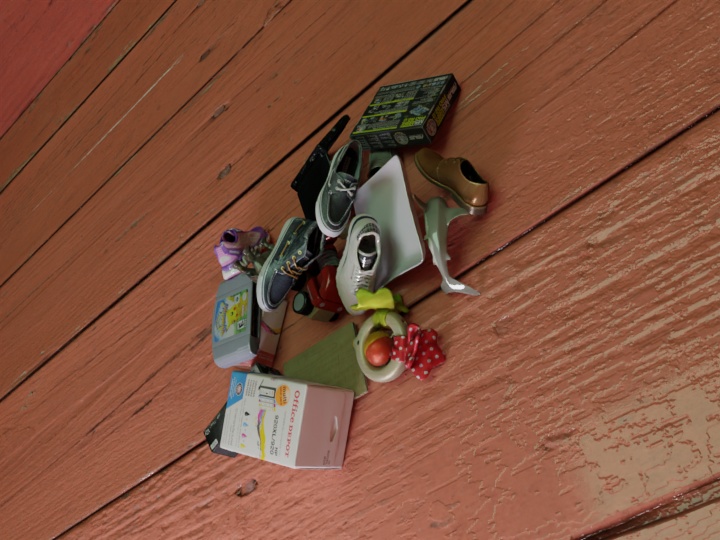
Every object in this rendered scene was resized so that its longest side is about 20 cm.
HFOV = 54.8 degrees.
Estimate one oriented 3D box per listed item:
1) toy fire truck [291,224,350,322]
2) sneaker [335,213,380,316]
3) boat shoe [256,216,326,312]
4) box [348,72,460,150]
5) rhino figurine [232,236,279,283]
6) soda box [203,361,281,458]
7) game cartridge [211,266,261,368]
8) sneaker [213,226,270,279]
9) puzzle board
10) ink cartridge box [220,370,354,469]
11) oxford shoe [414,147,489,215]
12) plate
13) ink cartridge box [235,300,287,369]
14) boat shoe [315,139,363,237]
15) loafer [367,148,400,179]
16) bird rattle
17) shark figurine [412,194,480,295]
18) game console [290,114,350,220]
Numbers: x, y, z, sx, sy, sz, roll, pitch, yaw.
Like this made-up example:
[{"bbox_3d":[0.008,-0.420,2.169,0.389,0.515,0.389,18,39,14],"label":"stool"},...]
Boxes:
[{"bbox_3d":[-0.050,-0.016,1.414,0.200,0.127,0.178,-48,46,28],"label":"toy fire truck"},{"bbox_3d":[0.000,0.000,1.303,0.081,0.075,0.204,-120,32,-62],"label":"sneaker"},{"bbox_3d":[-0.135,-0.012,1.363,0.090,0.070,0.204,6,72,46],"label":"boat shoe"},{"bbox_3d":[0.090,-0.325,1.434,0.197,0.044,0.162,2,53,42],"label":"box"},{"bbox_3d":[-0.191,-0.027,1.510,0.087,0.200,0.060,36,119,7],"label":"rhino figurine"},{"bbox_3d":[-0.241,0.295,1.457,0.201,0.070,0.063,-51,44,10],"label":"soda box"},{"bbox_3d":[-0.269,0.103,1.505,0.132,0.040,0.204,-25,56,37],"label":"game cartridge"},{"bbox_3d":[-0.276,-0.064,1.596,0.080,0.089,0.201,-27,17,26],"label":"sneaker"},{"bbox_3d":[-0.071,0.213,1.382,0.199,0.017,0.153,-33,52,27],"label":"puzzle board"},{"bbox_3d":[-0.136,0.277,1.299,0.197,0.144,0.151,2,80,38],"label":"ink cartridge box"},{"bbox_3d":[0.174,-0.186,1.294,0.200,0.070,0.072,44,139,37],"label":"oxford shoe"},{"bbox_3d":[0.057,-0.085,1.305,0.200,0.032,0.204,-35,65,60],"label":"plate"},{"bbox_3d":[-0.232,0.115,1.538,0.115,0.067,0.204,1,72,42],"label":"ink cartridge box"},{"bbox_3d":[-0.034,-0.165,1.364,0.068,0.071,0.203,-38,33,60],"label":"boat shoe"},{"bbox_3d":[0.048,-0.203,1.431,0.069,0.069,0.203,-29,54,26],"label":"loafer"},{"bbox_3d":[0.059,0.131,1.273,0.164,0.112,0.201,-53,57,25],"label":"bird rattle"},{"bbox_3d":[0.157,-0.066,1.236,0.088,0.128,0.218,-18,59,20],"label":"shark figurine"},{"bbox_3d":[-0.068,-0.209,1.519,0.177,0.116,0.200,-53,7,-30],"label":"game console"}]
